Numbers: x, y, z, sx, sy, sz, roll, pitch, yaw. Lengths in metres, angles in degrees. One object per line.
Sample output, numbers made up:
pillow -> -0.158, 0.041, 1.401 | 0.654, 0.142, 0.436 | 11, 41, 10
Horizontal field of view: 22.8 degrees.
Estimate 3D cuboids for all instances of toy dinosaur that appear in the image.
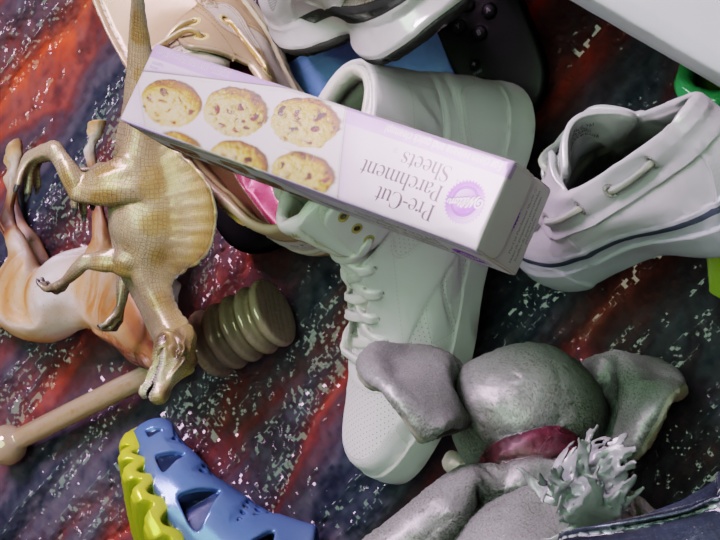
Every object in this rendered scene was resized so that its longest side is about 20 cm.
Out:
toy dinosaur -> -0.112, -0.040, 0.870 | 0.100, 0.058, 0.202 | 1, 100, 31

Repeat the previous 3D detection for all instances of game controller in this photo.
game controller -> -0.001, -0.087, 0.905 | 0.199, 0.042, 0.105 | -26, 70, 23

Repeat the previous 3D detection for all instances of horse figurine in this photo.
horse figurine -> -0.158, -0.008, 0.961 | 0.198, 0.050, 0.134 | -7, 82, 36

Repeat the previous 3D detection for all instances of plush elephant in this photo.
plush elephant -> 0.069, 0.103, 0.785 | 0.163, 0.156, 0.201 | 11, 126, -9

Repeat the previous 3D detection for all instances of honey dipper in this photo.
honey dipper -> -0.122, 0.062, 0.950 | 0.199, 0.038, 0.038 | -28, 70, 25

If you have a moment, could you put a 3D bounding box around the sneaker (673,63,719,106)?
sneaker -> 0.199, -0.144, 0.784 | 0.074, 0.083, 0.202 | 26, 93, 29

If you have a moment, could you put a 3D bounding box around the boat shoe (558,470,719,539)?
boat shoe -> 0.159, 0.079, 0.659 | 0.198, 0.071, 0.092 | -5, 71, 3

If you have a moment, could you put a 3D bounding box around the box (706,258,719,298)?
box -> 0.256, -0.002, 0.728 | 0.199, 0.048, 0.122 | 30, 69, 29

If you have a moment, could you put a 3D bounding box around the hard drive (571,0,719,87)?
hard drive -> 0.137, -0.158, 0.734 | 0.199, 0.027, 0.133 | 30, 84, -1

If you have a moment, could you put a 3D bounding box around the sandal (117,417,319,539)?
sandal -> -0.056, 0.150, 0.887 | 0.086, 0.080, 0.200 | -26, 57, -17

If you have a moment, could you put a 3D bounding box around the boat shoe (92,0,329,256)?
boat shoe -> -0.074, -0.093, 0.882 | 0.074, 0.069, 0.200 | -46, 71, 16

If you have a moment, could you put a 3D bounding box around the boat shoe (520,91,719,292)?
boat shoe -> 0.112, -0.043, 0.767 | 0.067, 0.200, 0.074 | 45, 68, -13

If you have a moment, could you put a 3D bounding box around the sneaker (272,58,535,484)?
sneaker -> 0.000, 0.000, 0.833 | 0.073, 0.115, 0.202 | 27, 106, 52

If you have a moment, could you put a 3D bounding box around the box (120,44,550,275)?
box -> -0.015, -0.050, 0.756 | 0.199, 0.039, 0.042 | 22, 86, 34

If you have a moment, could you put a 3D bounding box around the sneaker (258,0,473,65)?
sneaker -> -0.022, -0.161, 0.808 | 0.075, 0.200, 0.116 | -39, 109, -9
